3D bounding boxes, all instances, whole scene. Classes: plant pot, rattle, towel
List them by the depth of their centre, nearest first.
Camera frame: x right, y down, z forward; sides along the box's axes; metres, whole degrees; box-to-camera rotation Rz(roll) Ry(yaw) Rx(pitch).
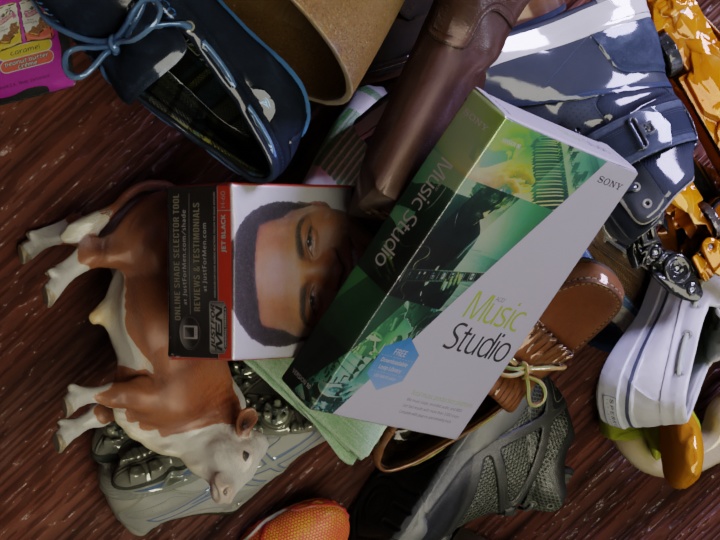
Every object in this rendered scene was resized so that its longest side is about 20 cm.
[{"bbox_3d":[-0.023,-0.229,1.195,0.186,0.186,0.200,44,75,-35],"label":"plant pot"},{"bbox_3d":[0.000,0.000,1.338,0.153,0.023,0.200,47,60,-35],"label":"towel"},{"bbox_3d":[0.279,0.107,1.517,0.200,0.143,0.131,21,84,-27],"label":"rattle"}]

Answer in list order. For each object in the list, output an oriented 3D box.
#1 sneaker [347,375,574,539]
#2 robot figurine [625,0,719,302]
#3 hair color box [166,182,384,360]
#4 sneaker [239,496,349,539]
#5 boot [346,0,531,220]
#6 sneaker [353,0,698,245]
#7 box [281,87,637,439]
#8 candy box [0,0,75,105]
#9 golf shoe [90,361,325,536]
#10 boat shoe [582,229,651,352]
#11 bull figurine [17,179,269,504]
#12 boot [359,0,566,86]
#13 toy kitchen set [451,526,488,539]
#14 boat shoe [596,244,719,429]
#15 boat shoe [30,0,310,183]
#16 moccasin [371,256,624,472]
[{"bbox_3d":[0.074,0.155,1.466,0.114,0.076,0.200,41,85,-28],"label":"sneaker"},{"bbox_3d":[0.210,-0.082,1.395,0.145,0.058,0.200,-31,99,-11],"label":"robot figurine"},{"bbox_3d":[-0.019,0.000,1.260,0.200,0.061,0.102,-2,92,-44],"label":"hair color box"},{"bbox_3d":[-0.073,0.237,1.430,0.200,0.077,0.073,-49,123,-1],"label":"sneaker"},{"bbox_3d":[0.041,-0.117,1.173,0.200,0.064,0.186,-62,159,3],"label":"boot"},{"bbox_3d":[0.109,-0.073,1.303,0.202,0.077,0.147,-21,88,-12],"label":"sneaker"},{"bbox_3d":[0.059,0.002,1.226,0.144,0.036,0.200,15,111,-51],"label":"box"},{"bbox_3d":[-0.239,-0.184,1.158,0.136,0.061,0.201,-16,120,-21],"label":"candy box"},{"bbox_3d":[-0.075,0.109,1.385,0.199,0.078,0.097,-17,139,-15],"label":"golf shoe"},{"bbox_3d":[0.138,-0.021,1.422,0.200,0.072,0.073,48,57,-49],"label":"boat shoe"},{"bbox_3d":[-0.128,0.048,1.285,0.121,0.065,0.201,-10,83,-23],"label":"bull figurine"},{"bbox_3d":[0.022,-0.173,1.305,0.200,0.075,0.097,-22,103,-18],"label":"boot"},{"bbox_3d":[0.011,0.271,1.446,0.163,0.200,0.181,27,101,8],"label":"toy kitchen set"},{"bbox_3d":[0.223,0.039,1.437,0.200,0.067,0.074,-58,145,-38],"label":"boat shoe"},{"bbox_3d":[-0.105,-0.122,1.150,0.200,0.069,0.084,32,133,-19],"label":"boat shoe"},{"bbox_3d":[0.083,0.062,1.376,0.201,0.078,0.074,-31,126,17],"label":"moccasin"}]
